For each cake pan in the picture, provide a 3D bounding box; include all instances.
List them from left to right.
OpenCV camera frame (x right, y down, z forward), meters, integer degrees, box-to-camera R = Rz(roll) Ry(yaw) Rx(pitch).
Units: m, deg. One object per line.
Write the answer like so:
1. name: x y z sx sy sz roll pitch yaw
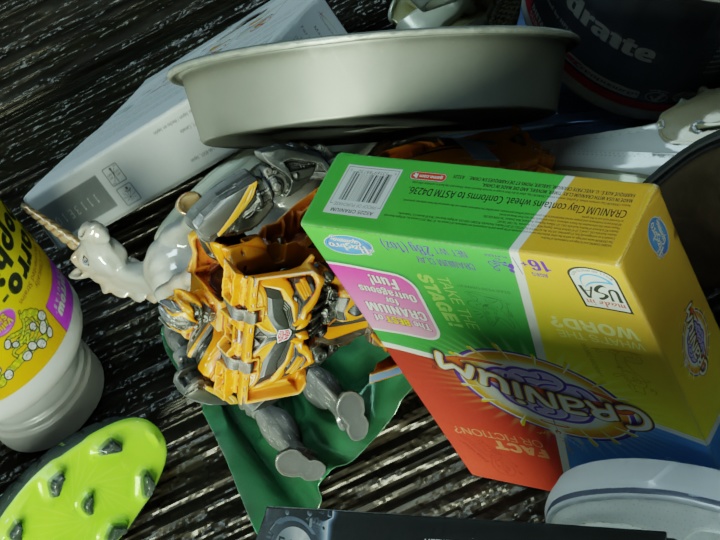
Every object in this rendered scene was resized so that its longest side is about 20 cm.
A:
1. cake pan: 0.008 -0.085 0.864 0.199 0.200 0.037 -5 90 27

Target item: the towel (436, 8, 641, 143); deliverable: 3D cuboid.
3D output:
1. towel: 0.096 -0.122 1.004 0.111 0.049 0.201 -4 51 5

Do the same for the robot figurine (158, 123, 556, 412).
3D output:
1. robot figurine: 0.000 0.000 0.845 0.199 0.146 0.058 -17 42 -30

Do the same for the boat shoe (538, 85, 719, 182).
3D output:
1. boat shoe: 0.177 -0.052 0.883 0.199 0.075 0.069 5 70 20

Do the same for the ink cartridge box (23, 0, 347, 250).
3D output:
1. ink cartridge box: -0.088 -0.105 1.078 0.199 0.044 0.174 -27 16 32

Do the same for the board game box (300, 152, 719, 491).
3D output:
1. board game box: 0.083 0.033 0.776 0.152 0.200 0.040 8 57 36

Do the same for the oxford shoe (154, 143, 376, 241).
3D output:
1. oxford shoe: -0.030 -0.063 1.033 0.200 0.058 0.075 -35 4 0

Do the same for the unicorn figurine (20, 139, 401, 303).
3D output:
1. unicorn figurine: -0.072 -0.017 0.925 0.199 0.137 0.074 -3 81 -11

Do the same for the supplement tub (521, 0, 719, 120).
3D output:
1. supplement tub: 0.160 -0.171 0.863 0.139 0.200 0.141 2 70 -5

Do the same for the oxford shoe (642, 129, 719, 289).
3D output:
1. oxford shoe: 0.182 -0.019 0.784 0.200 0.073 0.085 -19 32 47

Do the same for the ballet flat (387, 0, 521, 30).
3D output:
1. ballet flat: 0.048 -0.149 0.879 0.068 0.200 0.075 37 68 8

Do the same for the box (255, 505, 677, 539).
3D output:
1. box: 0.066 0.162 0.673 0.159 0.200 0.044 -1 51 31

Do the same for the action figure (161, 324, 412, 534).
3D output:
1. action figure: -0.061 0.043 0.964 0.118 0.055 0.200 -42 40 -5

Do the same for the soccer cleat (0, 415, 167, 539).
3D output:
1. soccer cleat: -0.188 0.144 0.941 0.200 0.068 0.081 -44 31 -10

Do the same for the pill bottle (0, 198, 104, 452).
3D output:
1. pill bottle: -0.218 0.013 0.971 0.104 0.200 0.105 -16 46 17

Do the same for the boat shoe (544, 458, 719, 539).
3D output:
1. boat shoe: 0.161 0.133 0.742 0.199 0.071 0.070 11 56 29
